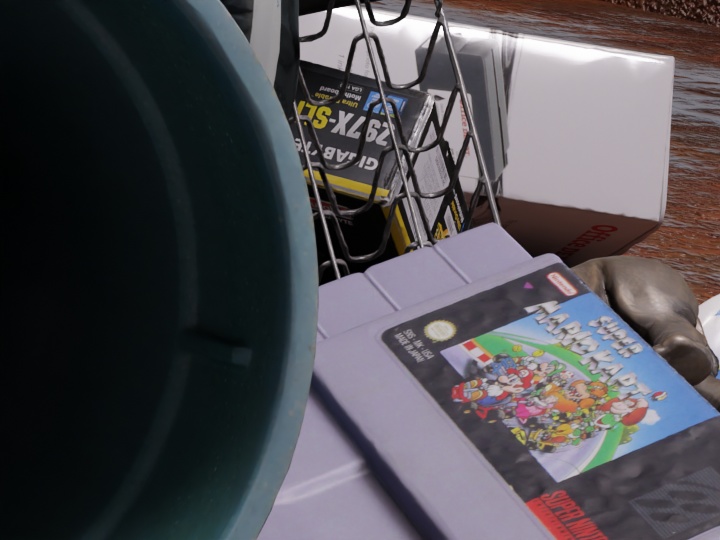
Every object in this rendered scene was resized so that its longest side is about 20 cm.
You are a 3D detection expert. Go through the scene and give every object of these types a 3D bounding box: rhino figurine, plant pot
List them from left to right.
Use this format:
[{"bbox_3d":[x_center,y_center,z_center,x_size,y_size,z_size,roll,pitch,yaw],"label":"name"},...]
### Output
[{"bbox_3d":[-0.136,0.002,0.652,0.199,0.202,0.196,5,2,-22],"label":"plant pot"},{"bbox_3d":[0.030,0.037,0.906,0.199,0.060,0.088,-8,27,-9],"label":"rhino figurine"}]

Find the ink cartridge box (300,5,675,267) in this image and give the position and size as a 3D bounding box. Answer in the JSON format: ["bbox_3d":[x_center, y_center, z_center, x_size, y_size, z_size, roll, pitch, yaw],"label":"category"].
[{"bbox_3d":[0.033,-0.061,1.288,0.199,0.085,0.145,8,-10,-9],"label":"ink cartridge box"}]

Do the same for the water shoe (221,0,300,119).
[{"bbox_3d":[-0.044,-0.019,0.760,0.071,0.201,0.079,18,26,14],"label":"water shoe"}]

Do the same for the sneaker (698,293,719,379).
[{"bbox_3d":[0.206,0.052,0.967,0.199,0.076,0.105,5,12,-26],"label":"sneaker"}]

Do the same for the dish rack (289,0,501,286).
[{"bbox_3d":[-0.029,-0.027,0.853,0.152,0.201,0.055,-12,-23,-5],"label":"dish rack"}]

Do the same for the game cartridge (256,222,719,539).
[{"bbox_3d":[0.023,0.056,0.649,0.129,0.039,0.200,-24,33,-12],"label":"game cartridge"}]

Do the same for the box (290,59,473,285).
[{"bbox_3d":[-0.057,-0.028,0.988,0.199,0.050,0.160,16,-22,19],"label":"box"}]
